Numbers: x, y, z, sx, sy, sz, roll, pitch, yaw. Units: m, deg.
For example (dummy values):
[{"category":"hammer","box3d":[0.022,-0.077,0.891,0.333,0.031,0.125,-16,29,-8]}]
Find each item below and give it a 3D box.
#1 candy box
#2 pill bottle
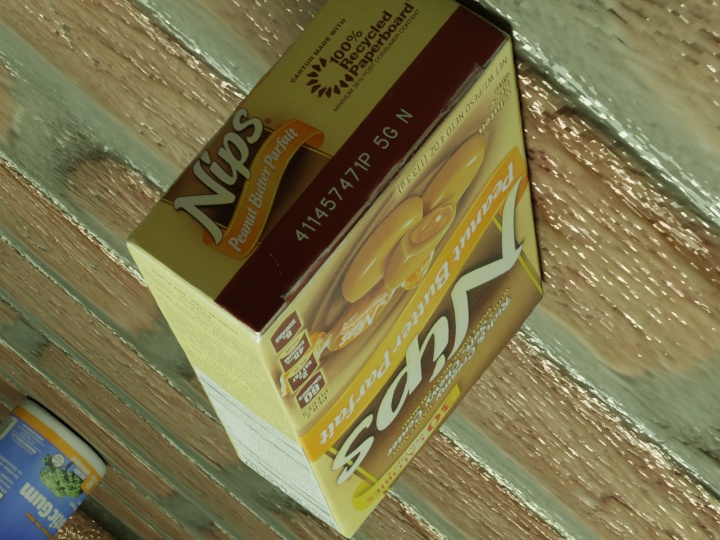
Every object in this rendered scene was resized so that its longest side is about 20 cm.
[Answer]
[{"category":"candy box","box3d":[0.000,0.000,0.753,0.055,0.116,0.200,36,166,20]},{"category":"pill bottle","box3d":[-0.349,0.234,2.315,0.112,0.200,0.112,37,167,10]}]
